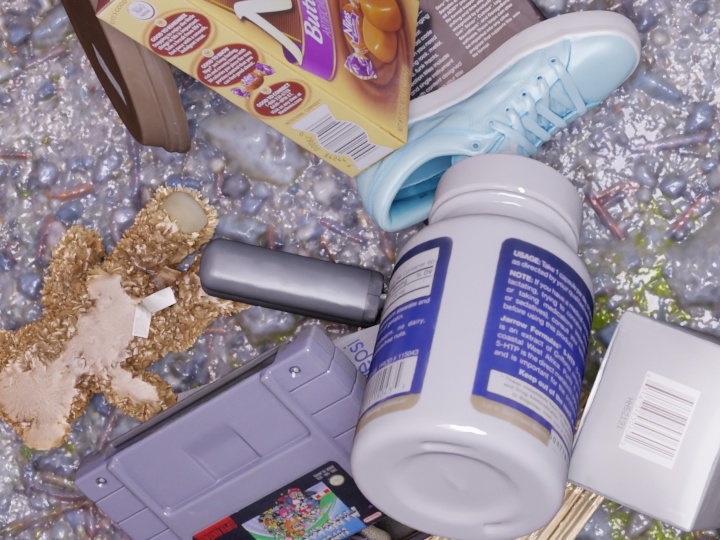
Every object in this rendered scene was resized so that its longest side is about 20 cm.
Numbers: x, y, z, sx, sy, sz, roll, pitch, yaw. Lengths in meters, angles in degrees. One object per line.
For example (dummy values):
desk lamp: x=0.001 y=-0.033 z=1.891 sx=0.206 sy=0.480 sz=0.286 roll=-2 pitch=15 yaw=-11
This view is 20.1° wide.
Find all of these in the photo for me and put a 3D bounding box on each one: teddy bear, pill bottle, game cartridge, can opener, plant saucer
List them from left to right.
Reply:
plant saucer: x=-0.161 y=-0.161 z=1.273 sx=0.029 sy=0.200 sz=0.201 roll=-26 pitch=84 yaw=-10
teddy bear: x=-0.158 y=0.034 z=1.344 sx=0.144 sy=0.067 sz=0.201 roll=33 pitch=89 yaw=1
game cartridge: x=-0.063 y=0.125 z=1.240 sx=0.199 sy=0.038 sz=0.130 roll=-31 pitch=111 yaw=29
can opener: x=0.000 y=0.000 z=1.289 sx=0.198 sy=0.053 sz=0.067 roll=12 pitch=81 yaw=-1
pill bottle: x=0.069 y=0.039 z=1.144 sx=0.119 sy=0.120 sz=0.201 roll=6 pitch=54 yaw=11

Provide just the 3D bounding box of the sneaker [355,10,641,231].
sneaker: x=0.088 y=-0.081 z=1.238 sx=0.199 sy=0.074 sz=0.082 roll=-30 pitch=46 yaw=17

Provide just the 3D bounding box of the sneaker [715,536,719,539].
sneaker: x=0.226 y=0.188 z=1.193 sx=0.093 sy=0.200 sz=0.071 roll=-23 pitch=75 yaw=16

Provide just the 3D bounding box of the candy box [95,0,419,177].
candy box: x=-0.056 y=-0.155 z=1.206 sx=0.056 sy=0.199 sz=0.117 roll=-31 pitch=41 yaw=41

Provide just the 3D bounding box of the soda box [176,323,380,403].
soda box: x=-0.022 y=0.092 z=1.272 sx=0.199 sy=0.064 sz=0.068 roll=-19 pitch=130 yaw=23

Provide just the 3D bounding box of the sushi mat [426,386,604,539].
sushi mat: x=0.091 y=0.158 z=1.310 sx=0.095 sy=0.012 sz=0.201 roll=38 pitch=96 yaw=10

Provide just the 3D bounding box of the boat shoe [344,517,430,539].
boat shoe: x=0.008 y=0.154 z=1.292 sx=0.199 sy=0.065 sz=0.072 roll=-28 pitch=76 yaw=17

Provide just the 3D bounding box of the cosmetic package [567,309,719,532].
cosmetic package: x=0.198 y=0.090 z=1.193 sx=0.090 sy=0.200 sz=0.108 roll=21 pitch=91 yaw=20

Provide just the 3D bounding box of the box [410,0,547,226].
box: x=0.042 y=-0.148 z=1.315 sx=0.143 sy=0.036 sz=0.201 roll=-38 pitch=84 yaw=8
